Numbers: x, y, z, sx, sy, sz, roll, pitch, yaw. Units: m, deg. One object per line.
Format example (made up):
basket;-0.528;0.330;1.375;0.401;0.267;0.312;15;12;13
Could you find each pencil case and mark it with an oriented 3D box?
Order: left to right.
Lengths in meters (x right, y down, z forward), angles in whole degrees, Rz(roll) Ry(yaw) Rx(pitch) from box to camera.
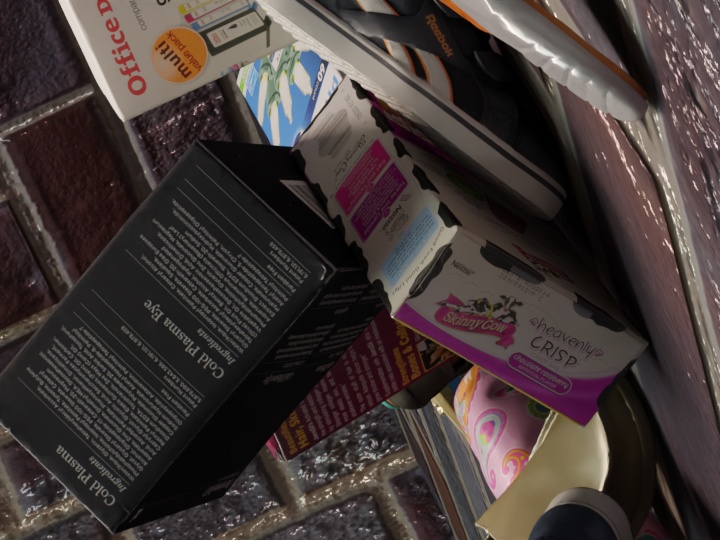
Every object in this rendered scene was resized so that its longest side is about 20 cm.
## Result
pencil case;0.126;0.131;1.810;0.088;0.087;0.200;69;175;-48

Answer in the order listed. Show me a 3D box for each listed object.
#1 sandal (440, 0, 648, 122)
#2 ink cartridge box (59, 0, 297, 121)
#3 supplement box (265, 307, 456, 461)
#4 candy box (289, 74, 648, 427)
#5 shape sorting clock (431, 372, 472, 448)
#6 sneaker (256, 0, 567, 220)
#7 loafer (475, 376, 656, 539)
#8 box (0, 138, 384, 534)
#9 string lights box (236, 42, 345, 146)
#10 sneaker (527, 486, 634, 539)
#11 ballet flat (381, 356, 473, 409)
sandal;0.060;-0.135;1.270;0.206;0.059;0.079;39;180;31
ink cartridge box;-0.108;-0.217;1.995;0.145;0.199;0.148;-123;9;-70
supplement box;0.000;0.000;1.791;0.103;0.199;0.131;53;169;33
candy box;0.054;-0.013;1.581;0.136;0.061;0.200;30;-167;-28
shape sorting clock;0.071;0.063;2.077;0.200;0.039;0.200;47;-157;-26
sneaker;0.042;-0.112;1.563;0.200;0.080;0.078;40;177;12
loafer;0.108;0.144;1.685;0.076;0.067;0.201;48;133;45
box;-0.081;0.032;1.600;0.104;0.182;0.200;42;-170;10
string lights box;-0.027;-0.133;2.162;0.200;0.059;0.103;-120;42;-57
sneaker;0.109;0.237;1.598;0.146;0.077;0.203;-38;-63;-59
ballet flat;0.069;0.032;1.976;0.068;0.068;0.200;50;-148;-7
